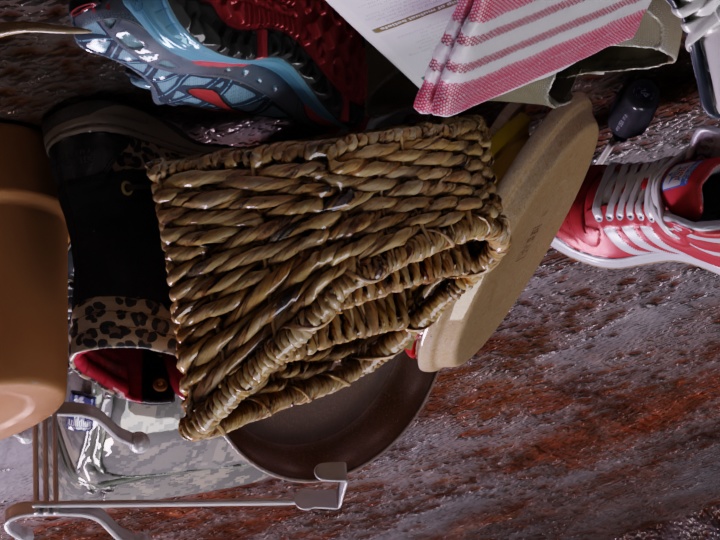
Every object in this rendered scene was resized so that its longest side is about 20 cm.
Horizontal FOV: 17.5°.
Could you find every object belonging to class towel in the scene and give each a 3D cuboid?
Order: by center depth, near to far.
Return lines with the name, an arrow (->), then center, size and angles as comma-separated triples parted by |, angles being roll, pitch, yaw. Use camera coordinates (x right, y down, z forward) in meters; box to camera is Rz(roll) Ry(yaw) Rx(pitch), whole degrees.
towel -> 0.100, -0.164, 1.030 | 0.146, 0.030, 0.200 | -26, 147, -42

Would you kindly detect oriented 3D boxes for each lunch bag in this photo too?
lunch bag -> -0.122, 0.070, 1.582 | 0.200, 0.140, 0.168 | -6, 158, -25

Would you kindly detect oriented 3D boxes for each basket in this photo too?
basket -> 0.000, 0.000, 1.233 | 0.142, 0.149, 0.200 | -6, -177, 27

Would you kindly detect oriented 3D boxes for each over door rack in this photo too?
over door rack -> -0.107, 0.085, 1.370 | 0.199, 0.148, 0.067 | -7, 148, 1

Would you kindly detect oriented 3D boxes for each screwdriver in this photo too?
screwdriver -> 0.171, -0.084, 1.543 | 0.029, 0.028, 0.200 | 13, 165, 3

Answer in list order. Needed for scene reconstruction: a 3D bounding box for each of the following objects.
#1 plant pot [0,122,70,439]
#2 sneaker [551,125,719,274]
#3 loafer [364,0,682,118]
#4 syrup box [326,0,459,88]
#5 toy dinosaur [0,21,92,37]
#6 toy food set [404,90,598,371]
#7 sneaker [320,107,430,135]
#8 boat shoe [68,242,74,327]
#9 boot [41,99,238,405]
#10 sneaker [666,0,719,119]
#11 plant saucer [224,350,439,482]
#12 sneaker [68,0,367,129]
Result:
plant pot -> -0.245, 0.021, 1.300 | 0.200, 0.140, 0.200 | -14, 165, -4
sneaker -> 0.184, -0.046, 1.467 | 0.200, 0.071, 0.112 | 10, 162, 29
loafer -> 0.084, -0.119, 1.266 | 0.200, 0.068, 0.076 | -18, 164, 10
syrup box -> 0.034, -0.148, 1.104 | 0.081, 0.079, 0.200 | -20, 163, 12
toy dinosaur -> -0.218, -0.095, 1.126 | 0.101, 0.058, 0.200 | -22, 178, -39
toy food set -> 0.083, -0.029, 1.412 | 0.200, 0.049, 0.198 | -41, 158, -56
sneaker -> 0.035, -0.052, 1.441 | 0.112, 0.071, 0.200 | -24, 160, 36
boat shoe -> -0.170, 0.000, 1.428 | 0.074, 0.066, 0.199 | 1, 157, -44
boot -> -0.091, 0.002, 1.299 | 0.073, 0.151, 0.200 | -25, 147, 33
sneaker -> 0.185, -0.138, 1.189 | 0.079, 0.130, 0.199 | -24, 161, 25
plant saucer -> -0.028, 0.036, 1.511 | 0.200, 0.201, 0.032 | -2, -168, -38
sneaker -> -0.069, -0.117, 1.158 | 0.095, 0.080, 0.200 | -8, 163, 29
